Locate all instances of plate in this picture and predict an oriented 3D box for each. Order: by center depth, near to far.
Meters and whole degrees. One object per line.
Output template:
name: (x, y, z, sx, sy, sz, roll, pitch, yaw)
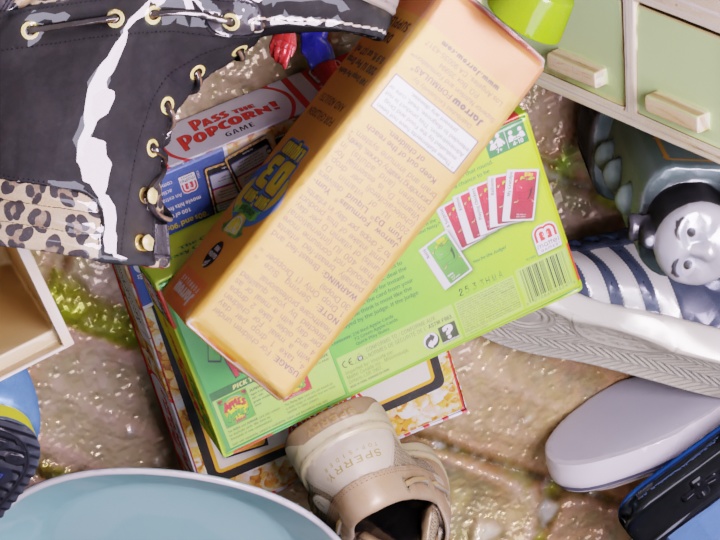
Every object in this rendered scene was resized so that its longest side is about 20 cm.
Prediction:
plate: (-0.097, 0.149, 1.461, 0.199, 0.026, 0.201, 3, 142, 2)

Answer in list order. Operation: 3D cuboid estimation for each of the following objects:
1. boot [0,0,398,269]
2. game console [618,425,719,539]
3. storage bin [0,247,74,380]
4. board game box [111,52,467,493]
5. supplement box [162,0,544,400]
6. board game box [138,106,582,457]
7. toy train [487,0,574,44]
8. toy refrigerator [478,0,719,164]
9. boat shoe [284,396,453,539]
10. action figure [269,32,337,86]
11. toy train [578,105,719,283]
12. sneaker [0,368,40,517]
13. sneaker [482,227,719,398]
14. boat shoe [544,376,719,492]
boot: (-0.087, -0.077, 1.285, 0.199, 0.073, 0.152, 7, 91, -18)
game console: (0.258, 0.151, 1.553, 0.170, 0.119, 0.200, -37, 148, 3)
storage bin: (-0.268, -0.020, 1.320, 0.198, 0.094, 0.201, -27, 121, -9)
board game box: (-0.042, 0.011, 1.453, 0.151, 0.046, 0.201, -22, 119, -11)
supplement box: (-0.005, -0.041, 1.328, 0.069, 0.067, 0.200, 36, 90, -19)
board game box: (0.000, 0.000, 1.405, 0.199, 0.048, 0.102, -25, 115, -9)
toy train: (0.097, -0.149, 1.266, 0.084, 0.200, 0.116, 19, 113, -28)
toy refrigerator: (0.133, -0.118, 1.367, 0.070, 0.200, 0.076, -22, 122, -32)
boat shoe: (0.012, 0.126, 1.469, 0.071, 0.065, 0.200, -31, 157, 5)
action figure: (-0.064, -0.104, 1.361, 0.199, 0.099, 0.065, -16, 154, -17)
toy train: (0.175, -0.047, 1.424, 0.113, 0.200, 0.086, 1, 117, -6)
sneaker: (-0.222, 0.111, 1.424, 0.066, 0.079, 0.200, 21, 124, -31)
sneaker: (0.130, 0.002, 1.513, 0.199, 0.075, 0.085, 17, 68, -12)
boat shoe: (0.196, 0.086, 1.575, 0.199, 0.071, 0.070, -25, 118, -17)
